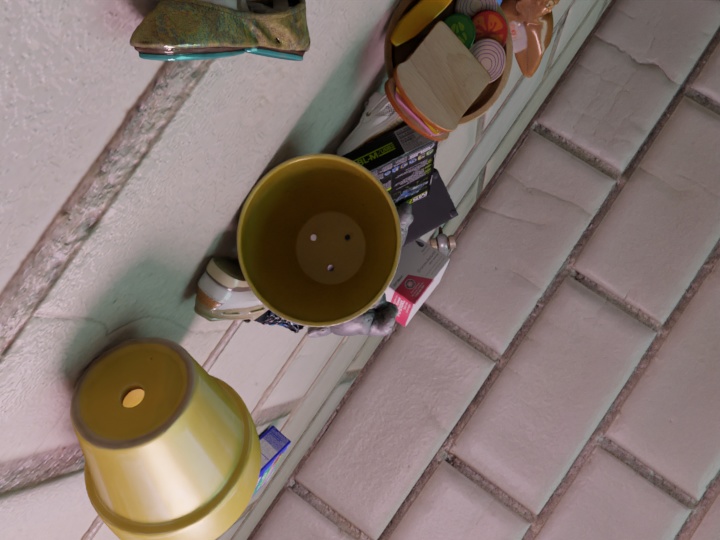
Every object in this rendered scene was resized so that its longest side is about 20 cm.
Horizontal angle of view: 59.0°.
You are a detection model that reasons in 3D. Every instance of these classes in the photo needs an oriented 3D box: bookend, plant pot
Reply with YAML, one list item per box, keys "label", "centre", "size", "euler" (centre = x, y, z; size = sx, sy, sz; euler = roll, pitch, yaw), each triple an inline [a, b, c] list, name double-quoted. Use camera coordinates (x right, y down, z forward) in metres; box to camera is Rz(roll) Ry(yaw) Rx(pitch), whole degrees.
- label: "bookend"
  centre: [0.055, -0.114, 1.183]
  size: [0.197, 0.093, 0.200]
  euler: [-29, -162, 3]
- label: "plant pot"
  centre: [-0.044, -0.034, 0.817]
  size: [0.202, 0.199, 0.142]
  euler: [-55, 175, 1]
- label: "plant pot"
  centre: [-0.222, 0.180, 0.705]
  size: [0.201, 0.199, 0.191]
  euler: [-49, 151, -30]

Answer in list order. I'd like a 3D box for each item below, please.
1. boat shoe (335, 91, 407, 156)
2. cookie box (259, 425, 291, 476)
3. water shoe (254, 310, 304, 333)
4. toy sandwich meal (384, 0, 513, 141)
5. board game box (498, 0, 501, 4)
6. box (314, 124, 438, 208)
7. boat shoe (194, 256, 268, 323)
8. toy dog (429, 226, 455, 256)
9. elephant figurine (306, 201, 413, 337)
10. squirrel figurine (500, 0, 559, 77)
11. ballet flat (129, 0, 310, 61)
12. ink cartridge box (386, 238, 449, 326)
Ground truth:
- label: "boat shoe"
  centre: [0.037, -0.225, 0.920]
  size: [0.199, 0.070, 0.071]
  euler: [-37, 162, 13]
- label: "cookie box"
  centre: [-0.289, 0.535, 1.684]
  size: [0.173, 0.075, 0.200]
  euler: [-60, 167, 25]
- label: "water shoe"
  centre: [-0.119, 0.061, 1.040]
  size: [0.072, 0.078, 0.200]
  euler: [-57, 169, 9]
- label: "toy sandwich meal"
  centre: [0.117, -0.278, 0.823]
  size: [0.207, 0.204, 0.070]
  euler: [-55, -162, 2]
- label: "board game box"
  centre: [0.202, -0.457, 1.039]
  size: [0.203, 0.038, 0.158]
  euler: [-65, 167, 10]
- label: "box"
  centre: [0.019, -0.129, 0.967]
  size: [0.197, 0.048, 0.193]
  euler: [-26, 166, -5]
- label: "boat shoe"
  centre: [-0.152, 0.028, 0.843]
  size: [0.069, 0.074, 0.199]
  euler: [-55, 159, 9]
- label: "toy dog"
  centre: [0.302, -0.089, 2.394]
  size: [0.201, 0.129, 0.098]
  euler: [115, -24, -57]
- label: "elephant figurine"
  centre: [0.000, 0.000, 1.033]
  size: [0.156, 0.139, 0.203]
  euler: [-61, 157, -53]
- label: "squirrel figurine"
  centre: [0.320, -0.503, 1.169]
  size: [0.188, 0.140, 0.201]
  euler: [-57, 175, -28]
- label: "ballet flat"
  centre: [-0.098, -0.192, 0.475]
  size: [0.071, 0.070, 0.200]
  euler: [-61, 167, 28]
- label: "ink cartridge box"
  centre: [0.052, -0.012, 1.257]
  size: [0.145, 0.198, 0.085]
  euler: [-47, 164, -34]
